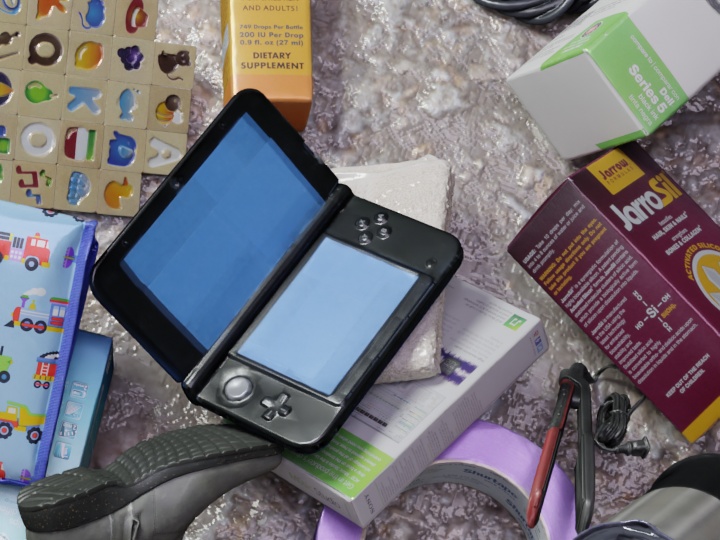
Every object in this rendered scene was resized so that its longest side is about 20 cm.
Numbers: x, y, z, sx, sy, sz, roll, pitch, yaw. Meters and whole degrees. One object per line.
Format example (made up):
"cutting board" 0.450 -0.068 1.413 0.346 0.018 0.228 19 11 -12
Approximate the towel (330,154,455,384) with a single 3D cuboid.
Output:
"towel" 0.000 0.000 1.724 0.132 0.035 0.201 -7 50 14

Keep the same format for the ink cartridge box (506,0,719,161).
"ink cartridge box" 0.228 -0.181 1.781 0.200 0.145 0.084 -41 99 -19

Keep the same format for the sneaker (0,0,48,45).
"sneaker" -0.259 -0.209 1.807 0.085 0.077 0.200 30 70 26

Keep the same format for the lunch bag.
"lunch bag" -0.272 0.053 1.619 0.150 0.094 0.201 12 80 -3

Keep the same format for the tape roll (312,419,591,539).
"tape roll" 0.065 0.209 1.695 0.199 0.066 0.201 2 71 -5

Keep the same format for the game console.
"game console" -0.055 -0.002 1.645 0.170 0.118 0.200 22 63 31

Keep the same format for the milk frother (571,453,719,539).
"milk frother" 0.260 0.231 1.617 0.199 0.188 0.181 -6 98 28

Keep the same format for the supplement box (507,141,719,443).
"supplement box" 0.220 0.012 1.739 0.200 0.086 0.110 47 37 9

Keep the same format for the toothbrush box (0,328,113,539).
"toothbrush box" -0.267 0.134 1.676 0.146 0.085 0.201 12 71 -1

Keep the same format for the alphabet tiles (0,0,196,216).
"alphabet tiles" -0.221 -0.128 1.761 0.199 0.006 0.167 5 89 -22

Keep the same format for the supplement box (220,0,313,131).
"supplement box" -0.074 -0.210 1.816 0.066 0.069 0.201 -1 70 -8

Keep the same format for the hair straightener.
"hair straightener" 0.169 0.124 1.691 0.077 0.041 0.200 12 29 6

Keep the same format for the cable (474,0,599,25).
"cable" 0.162 -0.285 1.870 0.199 0.051 0.164 -24 76 -13

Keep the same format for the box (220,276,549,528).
"box" 0.018 0.082 1.699 0.200 0.036 0.144 -41 44 -23

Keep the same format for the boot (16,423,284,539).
"boot" -0.138 0.188 1.629 0.199 0.068 0.131 -17 108 -24
